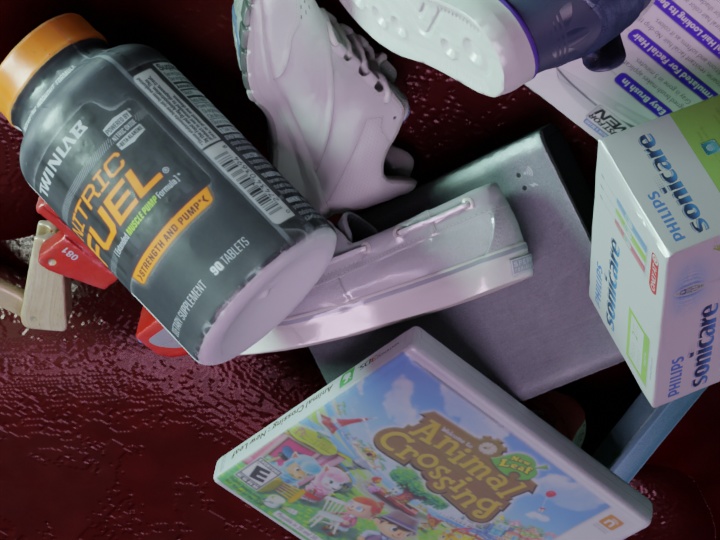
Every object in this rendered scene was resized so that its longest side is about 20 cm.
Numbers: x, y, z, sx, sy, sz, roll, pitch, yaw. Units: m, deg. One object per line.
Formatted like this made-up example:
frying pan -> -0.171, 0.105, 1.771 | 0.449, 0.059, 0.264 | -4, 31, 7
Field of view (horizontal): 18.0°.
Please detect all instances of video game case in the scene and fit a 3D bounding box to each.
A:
video game case -> 0.043, 0.133, 1.368 | 0.200, 0.022, 0.182 | 37, 129, -23

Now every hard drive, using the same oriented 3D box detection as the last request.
hard drive -> 0.057, 0.016, 1.333 | 0.200, 0.033, 0.140 | -24, 95, 30

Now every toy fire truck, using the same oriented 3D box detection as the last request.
toy fire truck -> -0.182, -0.004, 1.380 | 0.141, 0.049, 0.200 | -34, 120, 31

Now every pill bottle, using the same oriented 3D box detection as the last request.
pill bottle -> -0.115, -0.051, 1.254 | 0.200, 0.106, 0.106 | 45, 130, 13

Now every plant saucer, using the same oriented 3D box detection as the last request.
plant saucer -> 0.181, 0.090, 1.408 | 0.019, 0.070, 0.200 | 48, 131, 18

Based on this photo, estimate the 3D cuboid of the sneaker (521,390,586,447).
sneaker -> 0.083, 0.137, 1.455 | 0.082, 0.078, 0.200 | -4, 149, -39

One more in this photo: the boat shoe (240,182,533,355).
boat shoe -> 0.000, 0.000, 1.298 | 0.199, 0.072, 0.069 | -17, 87, 31

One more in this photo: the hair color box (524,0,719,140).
hair color box -> 0.192, -0.144, 1.201 | 0.109, 0.065, 0.200 | 35, 124, -23

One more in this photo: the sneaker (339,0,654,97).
sneaker -> 0.075, -0.172, 1.174 | 0.146, 0.200, 0.081 | -33, 132, -17

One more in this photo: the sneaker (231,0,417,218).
sneaker -> -0.021, -0.109, 1.263 | 0.087, 0.075, 0.200 | -10, 138, 6

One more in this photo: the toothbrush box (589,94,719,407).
toothbrush box -> 0.229, -0.030, 1.207 | 0.199, 0.086, 0.146 | -19, 146, -10
